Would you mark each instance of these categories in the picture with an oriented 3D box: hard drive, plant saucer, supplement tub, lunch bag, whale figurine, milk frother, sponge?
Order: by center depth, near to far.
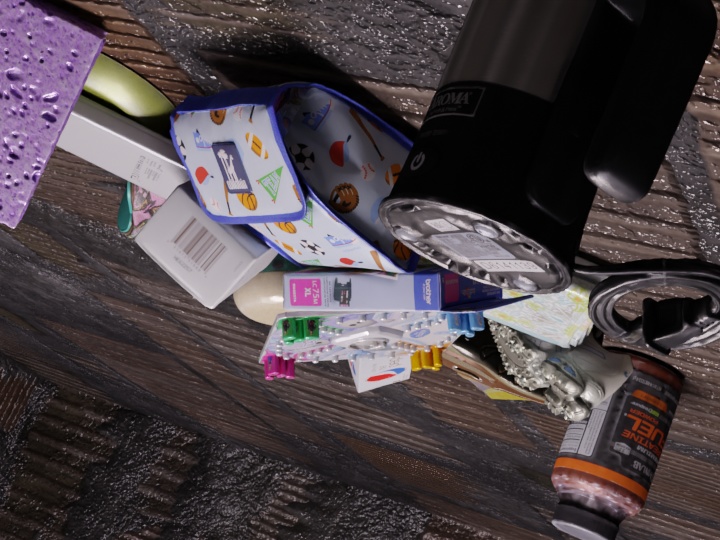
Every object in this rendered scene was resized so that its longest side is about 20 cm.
[{"bbox_3d":[0.143,-0.071,0.793,0.180,0.189,0.200,10,161,41],"label":"milk frother"},{"bbox_3d":[-0.051,-0.084,1.155,0.200,0.124,0.170,39,158,-33],"label":"lunch bag"},{"bbox_3d":[-0.318,-0.148,1.208,0.111,0.200,0.030,27,-162,-8],"label":"sponge"},{"bbox_3d":[-0.275,-0.173,1.347,0.200,0.031,0.200,21,165,6],"label":"plant saucer"},{"bbox_3d":[-0.253,-0.130,1.353,0.200,0.027,0.132,26,164,-10],"label":"hard drive"},{"bbox_3d":[0.275,0.196,1.479,0.107,0.200,0.107,20,165,6],"label":"supplement tub"},{"bbox_3d":[-0.045,0.003,1.534,0.199,0.104,0.159,-2,164,0],"label":"whale figurine"}]

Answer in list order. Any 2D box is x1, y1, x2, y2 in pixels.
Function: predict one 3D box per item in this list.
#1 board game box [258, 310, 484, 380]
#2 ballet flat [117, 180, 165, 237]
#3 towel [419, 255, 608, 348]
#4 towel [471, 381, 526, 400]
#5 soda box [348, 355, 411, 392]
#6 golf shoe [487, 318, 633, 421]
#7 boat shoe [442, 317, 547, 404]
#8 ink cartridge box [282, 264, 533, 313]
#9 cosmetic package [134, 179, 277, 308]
[{"bbox_3d":[0.007,0.073,1.343,0.199,0.026,0.200,-3,165,-11],"label":"board game box"},{"bbox_3d":[-0.243,-0.078,1.579,0.071,0.069,0.200,6,168,-13],"label":"ballet flat"},{"bbox_3d":[0.144,0.005,1.323,0.200,0.048,0.171,21,162,6],"label":"towel"},{"bbox_3d":[0.237,0.153,1.672,0.199,0.023,0.144,9,166,20],"label":"towel"},{"bbox_3d":[0.021,0.084,1.553,0.068,0.064,0.200,-16,164,-5],"label":"soda box"},{"bbox_3d":[0.211,0.085,1.441,0.200,0.097,0.078,44,156,52],"label":"golf shoe"},{"bbox_3d":[0.141,0.093,1.552,0.200,0.076,0.074,30,151,8],"label":"boat shoe"},{"bbox_3d":[0.043,0.015,1.227,0.200,0.042,0.119,2,-175,34],"label":"ink cartridge box"},{"bbox_3d":[-0.130,-0.040,1.300,0.102,0.074,0.200,44,-165,1],"label":"cosmetic package"}]
